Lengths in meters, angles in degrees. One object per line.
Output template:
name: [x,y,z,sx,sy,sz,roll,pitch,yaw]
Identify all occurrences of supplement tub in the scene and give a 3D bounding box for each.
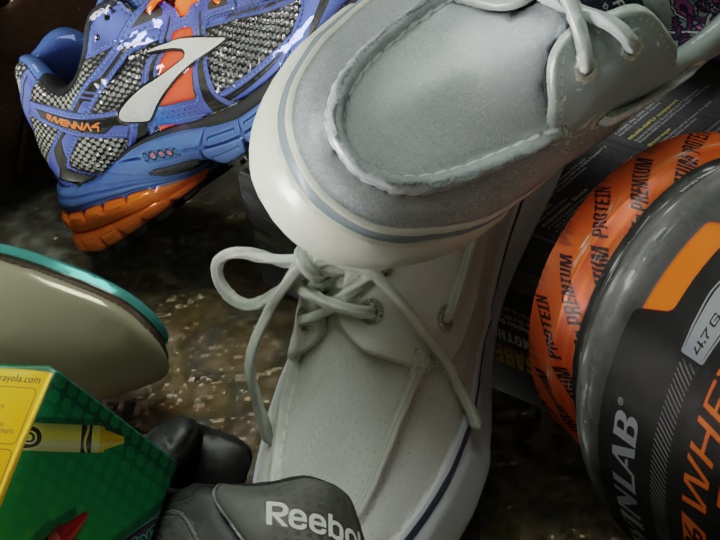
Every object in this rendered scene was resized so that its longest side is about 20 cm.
supplement tub: [0.138,0.045,0.701,0.122,0.123,0.200,-29,37,-21]

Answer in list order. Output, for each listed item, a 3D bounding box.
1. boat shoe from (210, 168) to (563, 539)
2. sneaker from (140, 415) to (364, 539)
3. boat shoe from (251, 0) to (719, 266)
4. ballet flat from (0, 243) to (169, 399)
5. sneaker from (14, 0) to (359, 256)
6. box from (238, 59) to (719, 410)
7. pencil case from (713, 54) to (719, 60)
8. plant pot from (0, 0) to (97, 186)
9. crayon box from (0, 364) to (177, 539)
boat shoe: [0.004,0.000,0.783,0.074,0.086,0.203,7,66,36]
sneaker: [-0.026,0.100,0.703,0.091,0.066,0.200,-54,38,7]
boat shoe: [0.054,-0.070,0.745,0.200,0.072,0.070,-33,83,-37]
ballet flat: [-0.146,0.019,0.892,0.199,0.070,0.069,18,46,39]
sneaker: [-0.048,-0.073,0.881,0.200,0.079,0.075,-31,7,41]
box: [0.084,-0.042,0.902,0.158,0.049,0.200,21,48,40]
pencil case: [0.054,-0.128,0.920,0.199,0.089,0.088,21,47,39]
plant pot: [-0.145,-0.143,1.010,0.199,0.201,0.198,-25,45,-17]
crayon box: [-0.156,0.087,0.731,0.199,0.058,0.119,1,62,37]
